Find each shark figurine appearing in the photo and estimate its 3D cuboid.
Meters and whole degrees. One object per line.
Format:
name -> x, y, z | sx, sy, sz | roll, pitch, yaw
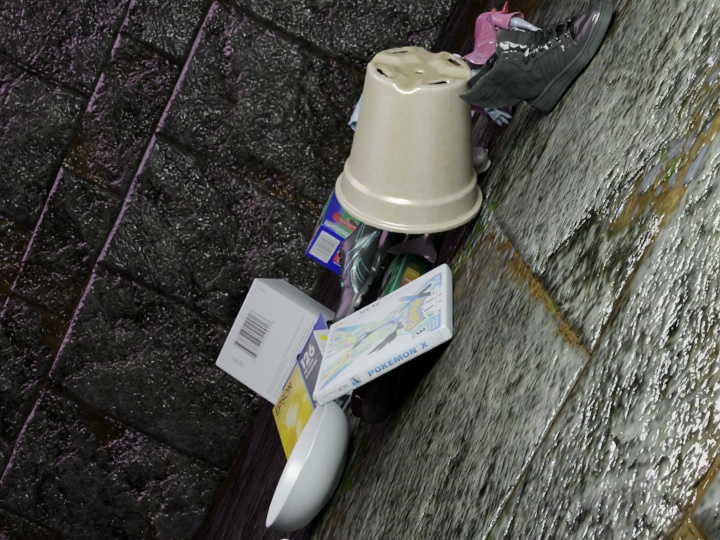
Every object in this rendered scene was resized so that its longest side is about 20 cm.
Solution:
shark figurine -> 0.116, -0.121, 1.581 | 0.216, 0.089, 0.129 | -59, 6, 33

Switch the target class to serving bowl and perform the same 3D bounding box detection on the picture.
serving bowl -> -0.065, 0.287, 1.550 | 0.200, 0.065, 0.202 | -90, 26, -77

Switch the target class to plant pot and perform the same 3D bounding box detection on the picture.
plant pot -> 0.069, -0.179, 1.393 | 0.201, 0.197, 0.186 | -72, -12, -56

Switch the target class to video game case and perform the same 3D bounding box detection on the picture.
video game case -> 0.032, 0.075, 1.329 | 0.181, 0.022, 0.200 | -29, 17, 15

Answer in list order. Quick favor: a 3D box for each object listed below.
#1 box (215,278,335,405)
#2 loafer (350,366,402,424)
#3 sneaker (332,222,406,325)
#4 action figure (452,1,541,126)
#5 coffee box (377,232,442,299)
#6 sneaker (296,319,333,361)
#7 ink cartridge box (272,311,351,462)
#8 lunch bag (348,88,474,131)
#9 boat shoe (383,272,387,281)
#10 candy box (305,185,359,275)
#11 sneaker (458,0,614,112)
box -> -0.149, 0.149, 2.156 | 0.201, 0.199, 0.130 | -64, -21, 9
loafer -> 0.013, 0.129, 1.395 | 0.200, 0.070, 0.074 | -62, -26, -61
sneaker -> 0.000, 0.000, 1.634 | 0.202, 0.078, 0.075 | -64, -19, -12
action figure -> 0.182, -0.309, 1.553 | 0.134, 0.147, 0.202 | 113, 166, -55
coffee box -> 0.058, 0.033, 1.647 | 0.123, 0.044, 0.202 | 126, 168, -64
sneaker -> -0.042, 0.115, 1.948 | 0.200, 0.083, 0.071 | -47, 1, 16
ink cartridge box -> -0.093, 0.209, 1.870 | 0.199, 0.046, 0.201 | -62, 36, 31
lunch bag -> 0.094, -0.283, 1.941 | 0.171, 0.198, 0.127 | -67, 6, -26
boat shoe -> 0.043, 0.033, 1.777 | 0.203, 0.064, 0.074 | -59, -14, 4
candy box -> -0.002, -0.055, 1.986 | 0.077, 0.168, 0.201 | -56, 8, 24
sneaker -> 0.200, -0.249, 1.237 | 0.200, 0.103, 0.060 | -57, 7, 53
